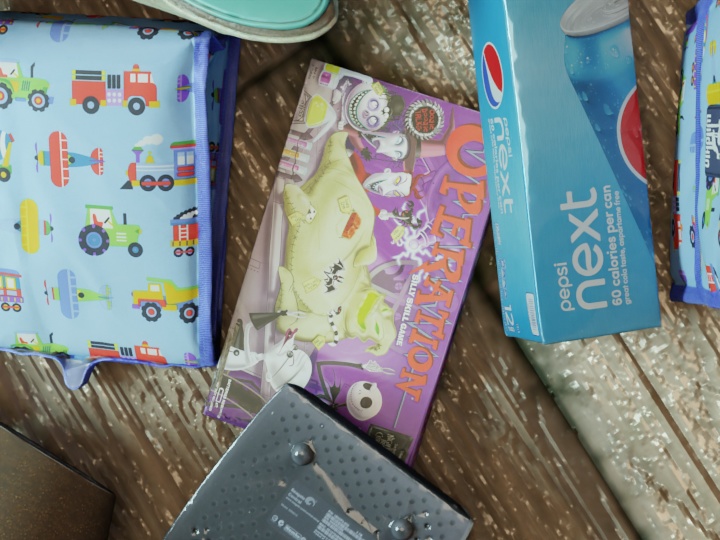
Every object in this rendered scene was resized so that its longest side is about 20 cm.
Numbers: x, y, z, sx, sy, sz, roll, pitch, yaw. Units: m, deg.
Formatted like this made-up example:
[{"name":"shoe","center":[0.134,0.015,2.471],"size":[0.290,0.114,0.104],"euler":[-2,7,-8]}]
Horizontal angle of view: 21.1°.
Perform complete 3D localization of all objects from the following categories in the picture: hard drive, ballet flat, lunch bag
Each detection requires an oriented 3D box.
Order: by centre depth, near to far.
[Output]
[{"name":"lunch bag","center":[0.195,-0.056,0.906],"size":[0.093,0.200,0.152],"euler":[4,91,9]},{"name":"ballet flat","center":[-0.096,-0.163,0.984],"size":[0.198,0.062,0.068],"euler":[22,86,12]},{"name":"hard drive","center":[-0.042,0.170,1.022],"size":[0.134,0.042,0.201],"euler":[35,104,3]},{"name":"lunch bag","center":[-0.148,-0.034,1.037],"size":[0.149,0.094,0.202],"euler":[4,100,7]}]

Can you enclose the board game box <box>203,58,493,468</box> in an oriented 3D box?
[{"name":"board game box","center":[0.000,0.000,1.036],"size":[0.119,0.032,0.202],"euler":[17,93,5]}]

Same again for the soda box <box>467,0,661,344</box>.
[{"name":"soda box","center":[0.102,-0.068,0.982],"size":[0.067,0.064,0.202],"euler":[-7,94,-13]}]

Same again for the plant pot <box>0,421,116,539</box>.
[{"name":"plant pot","center":[-0.220,0.180,1.011],"size":[0.186,0.187,0.201],"euler":[29,82,8]}]
